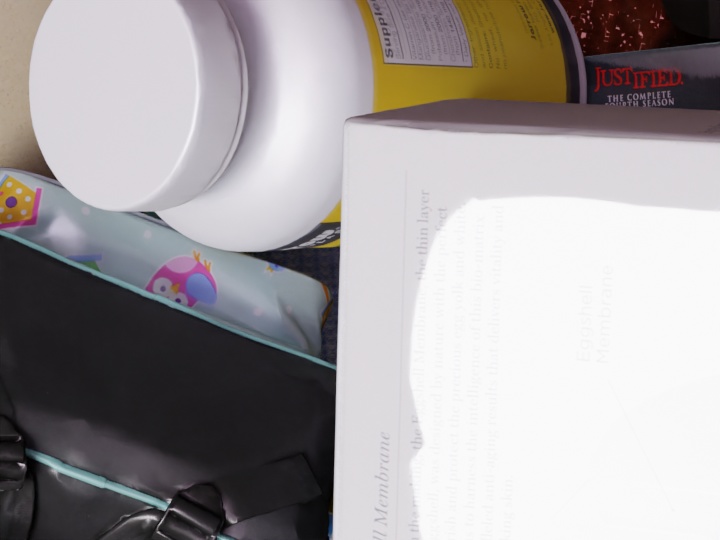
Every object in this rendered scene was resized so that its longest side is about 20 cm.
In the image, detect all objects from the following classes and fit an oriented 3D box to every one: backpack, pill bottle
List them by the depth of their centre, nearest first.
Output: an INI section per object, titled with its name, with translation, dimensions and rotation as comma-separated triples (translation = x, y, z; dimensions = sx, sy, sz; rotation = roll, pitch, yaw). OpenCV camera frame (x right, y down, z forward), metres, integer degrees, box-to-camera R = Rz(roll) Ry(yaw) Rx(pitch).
[pill bottle]
translation = -0.017, -0.063, 0.783
dimensions = 0.112, 0.200, 0.112
rotation = 3, 95, 40
[backpack]
translation = -0.106, 0.066, 0.815
dimensions = 0.176, 0.200, 0.153
rotation = 19, 54, -14

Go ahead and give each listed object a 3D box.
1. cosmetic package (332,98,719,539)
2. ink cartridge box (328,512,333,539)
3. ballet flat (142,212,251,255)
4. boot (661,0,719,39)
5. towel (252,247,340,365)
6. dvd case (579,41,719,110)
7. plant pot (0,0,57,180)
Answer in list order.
[cosmetic package]
translation = 0.103, 0.052, 0.687
dimensions = 0.200, 0.123, 0.200
rotation = 5, 99, 19
[ink cartridge box]
translation = 0.019, 0.204, 0.836
dimensions = 0.146, 0.086, 0.200
rotation = 12, 86, 36
[ballet flat]
translation = -0.028, -0.080, 0.902
dimensions = 0.074, 0.074, 0.200
rotation = 26, 71, 9
[boot]
translation = 0.182, -0.104, 0.832
dimensions = 0.075, 0.200, 0.074
rotation = -7, 114, -12
[towel]
translation = 0.000, 0.000, 0.921
dimensions = 0.200, 0.024, 0.147
rotation = -7, 80, 4
[dvd case]
translation = 0.132, 0.018, 0.791
dimensions = 0.146, 0.022, 0.200
rotation = -1, 93, 51
[plant pot]
translation = -0.152, -0.088, 0.882
dimensions = 0.200, 0.200, 0.135
rotation = -27, 116, 3
